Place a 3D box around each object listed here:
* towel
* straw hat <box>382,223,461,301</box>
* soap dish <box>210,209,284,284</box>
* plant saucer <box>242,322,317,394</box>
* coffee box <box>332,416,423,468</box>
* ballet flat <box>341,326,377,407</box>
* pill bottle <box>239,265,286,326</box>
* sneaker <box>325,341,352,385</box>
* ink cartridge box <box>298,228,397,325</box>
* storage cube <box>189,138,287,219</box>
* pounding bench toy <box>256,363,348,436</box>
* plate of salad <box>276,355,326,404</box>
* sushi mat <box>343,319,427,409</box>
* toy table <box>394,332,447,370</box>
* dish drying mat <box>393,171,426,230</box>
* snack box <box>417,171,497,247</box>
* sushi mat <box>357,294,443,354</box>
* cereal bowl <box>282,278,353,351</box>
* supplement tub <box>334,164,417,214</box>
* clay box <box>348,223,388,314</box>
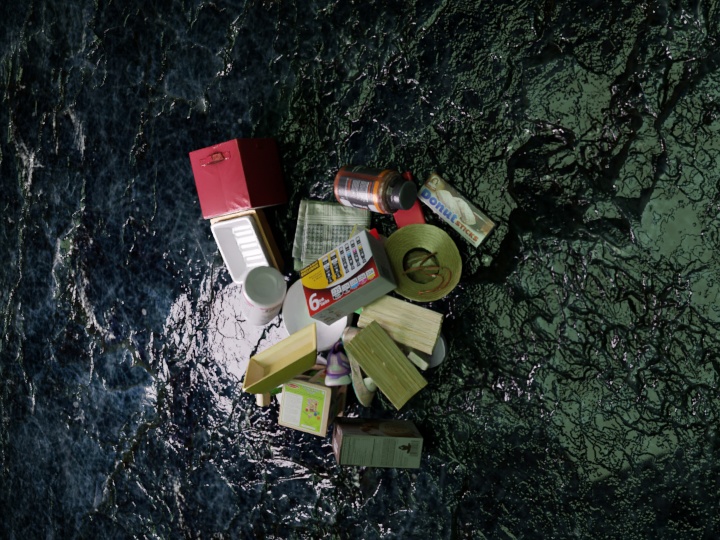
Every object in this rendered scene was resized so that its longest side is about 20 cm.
[{"bbox_3d":[-0.074,-0.081,1.643,0.199,0.035,0.194,5,88,11],"label":"towel"},{"bbox_3d":[0.145,-0.004,1.530,0.200,0.085,0.202,-3,68,8],"label":"straw hat"},{"bbox_3d":[-0.304,-0.067,1.752,0.156,0.081,0.201,-9,111,29],"label":"soap dish"},{"bbox_3d":[-0.182,0.221,1.561,0.199,0.200,0.049,-30,104,3],"label":"plant saucer"},{"bbox_3d":[0.038,0.414,1.550,0.199,0.114,0.080,6,97,-11],"label":"coffee box"},{"bbox_3d":[0.010,0.227,1.507,0.067,0.068,0.201,-11,103,32],"label":"ballet flat"},{"bbox_3d":[-0.261,0.074,1.699,0.114,0.113,0.200,60,158,13],"label":"pill bottle"},{"bbox_3d":[-0.033,0.211,1.583,0.080,0.200,0.089,-7,99,18],"label":"sneaker"},{"bbox_3d":[-0.038,0.001,1.500,0.199,0.084,0.176,-31,56,20],"label":"ink cartridge box"},{"bbox_3d":[-0.322,-0.248,1.722,0.170,0.200,0.181,-9,95,28],"label":"storage cube"},{"bbox_3d":[-0.146,0.307,1.621,0.199,0.156,0.125,11,103,15],"label":"pounding bench toy"},{"bbox_3d":[-0.136,0.316,1.728,0.199,0.048,0.202,3,99,17],"label":"plate of salad"},{"bbox_3d":[0.059,0.216,1.473,0.096,0.012,0.200,-40,96,3],"label":"sushi mat"},{"bbox_3d":[0.105,0.166,1.554,0.199,0.117,0.185,25,104,24],"label":"toy table"},{"bbox_3d":[0.120,-0.137,1.585,0.076,0.018,0.201,-20,83,29],"label":"dish drying mat"},{"bbox_3d":[0.227,-0.145,1.522,0.200,0.024,0.072,44,112,19],"label":"snack box"},{"bbox_3d":[0.090,0.116,1.477,0.199,0.012,0.096,18,99,26],"label":"sushi mat"},{"bbox_3d":[-0.102,0.109,1.682,0.199,0.083,0.202,1,93,29],"label":"cereal bowl"},{"bbox_3d":[0.038,-0.195,1.557,0.199,0.107,0.108,16,101,39],"label":"supplement tub"},{"bbox_3d":[0.000,0.000,1.589,0.114,0.048,0.201,24,86,5],"label":"clay box"}]
